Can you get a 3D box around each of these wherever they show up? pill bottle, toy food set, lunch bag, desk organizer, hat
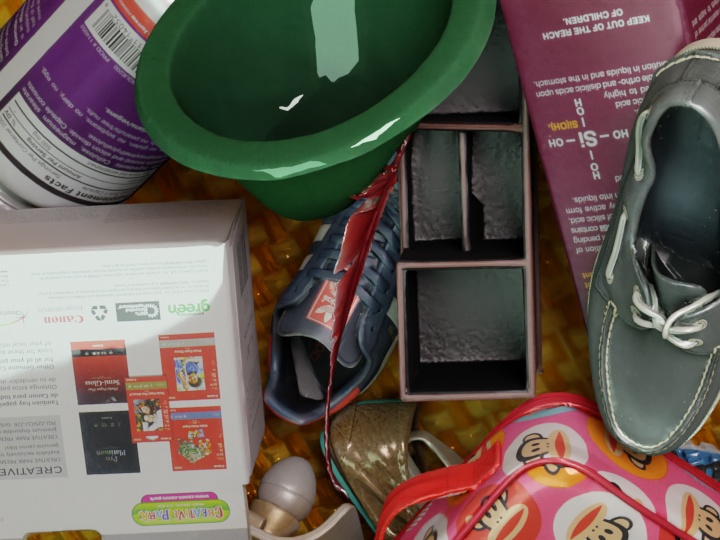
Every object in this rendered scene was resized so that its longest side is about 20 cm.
[{"bbox_3d":[-0.133,-0.104,1.057,0.112,0.112,0.200,49,124,-2],"label":"pill bottle"},{"bbox_3d":[-0.090,0.122,1.149,0.200,0.060,0.144,25,159,15],"label":"toy food set"},{"bbox_3d":[0.082,0.161,0.988,0.176,0.082,0.200,33,118,-13],"label":"lunch bag"},{"bbox_3d":[0.051,-0.040,0.980,0.072,0.077,0.200,-1,98,6],"label":"desk organizer"},{"bbox_3d":[-0.007,-0.047,0.969,0.166,0.200,0.176,38,161,41],"label":"hat"}]

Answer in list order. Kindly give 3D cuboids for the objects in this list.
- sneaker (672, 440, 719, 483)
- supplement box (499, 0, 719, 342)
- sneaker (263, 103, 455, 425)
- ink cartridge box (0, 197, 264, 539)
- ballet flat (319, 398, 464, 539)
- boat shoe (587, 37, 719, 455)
[{"bbox_3d":[0.119,0.153,1.067,0.200,0.075,0.087,-19,110,16],"label":"sneaker"},{"bbox_3d":[0.140,-0.070,0.941,0.086,0.110,0.200,-7,109,28],"label":"supplement box"},{"bbox_3d":[0.000,0.000,1.057,0.075,0.085,0.200,26,121,13],"label":"sneaker"},{"bbox_3d":[-0.155,0.061,1.039,0.200,0.084,0.176,-2,108,4],"label":"ink cartridge box"},{"bbox_3d":[0.051,0.157,1.125,0.072,0.068,0.200,-25,96,15],"label":"ballet flat"},{"bbox_3d":[0.132,0.000,0.873,0.073,0.062,0.200,17,119,17],"label":"boat shoe"}]
